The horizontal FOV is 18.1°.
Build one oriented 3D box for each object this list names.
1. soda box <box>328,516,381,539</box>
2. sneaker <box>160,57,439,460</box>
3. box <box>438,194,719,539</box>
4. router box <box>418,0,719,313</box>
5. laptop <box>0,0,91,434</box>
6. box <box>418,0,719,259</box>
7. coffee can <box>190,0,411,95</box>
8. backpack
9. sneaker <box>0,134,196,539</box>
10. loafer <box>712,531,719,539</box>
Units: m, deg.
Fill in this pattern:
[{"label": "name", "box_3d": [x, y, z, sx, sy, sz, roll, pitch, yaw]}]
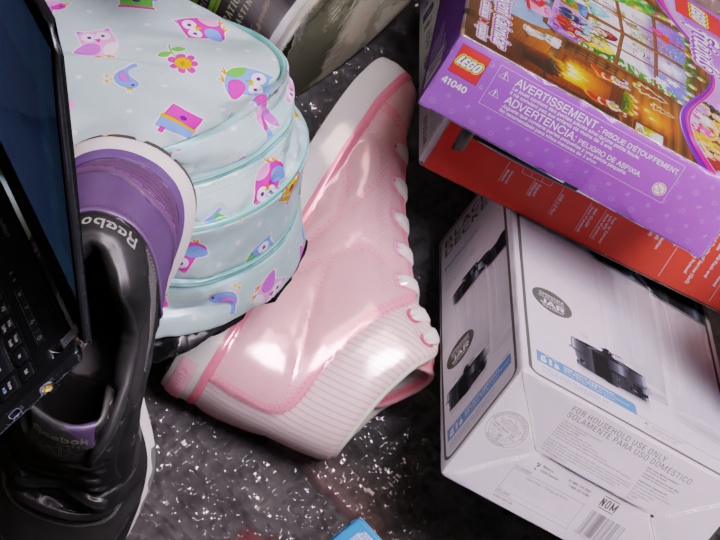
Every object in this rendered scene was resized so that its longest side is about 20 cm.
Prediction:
[{"label": "soda box", "box_3d": [0.034, 0.202, 0.913, 0.200, 0.068, 0.064, 48, 52, 10]}, {"label": "sneaker", "box_3d": [0.000, 0.000, 1.024, 0.104, 0.075, 0.200, 30, 58, 1]}, {"label": "box", "box_3d": [0.097, 0.039, 0.996, 0.116, 0.060, 0.200, 29, 25, -12]}, {"label": "router box", "box_3d": [0.117, -0.074, 1.087, 0.179, 0.049, 0.200, 26, 26, -12]}, {"label": "laptop", "box_3d": [-0.167, -0.025, 0.785, 0.103, 0.200, 0.177, 44, 7, -38]}, {"label": "box", "box_3d": [0.101, -0.094, 1.001, 0.137, 0.039, 0.200, 28, 26, -8]}, {"label": "coffee can", "box_3d": [-0.060, -0.203, 1.083, 0.200, 0.146, 0.146, 45, 52, 8]}, {"label": "backpack", "box_3d": [-0.117, -0.051, 0.942, 0.200, 0.127, 0.167, 27, 52, 25]}, {"label": "sneaker", "box_3d": [-0.115, 0.053, 0.857, 0.075, 0.200, 0.088, 11, 29, -1]}, {"label": "loafer", "box_3d": [0.177, 0.094, 1.060, 0.200, 0.070, 0.075, -34, 111, -27]}]
